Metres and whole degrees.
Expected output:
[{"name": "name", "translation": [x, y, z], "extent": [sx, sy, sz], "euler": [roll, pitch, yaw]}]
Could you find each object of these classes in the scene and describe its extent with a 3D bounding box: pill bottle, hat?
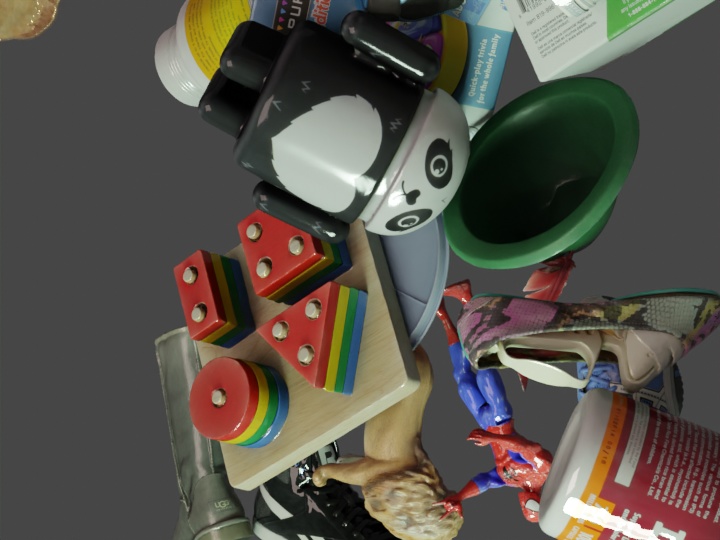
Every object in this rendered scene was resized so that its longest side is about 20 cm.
[{"name": "pill bottle", "translation": [-0.083, -0.204, 1.682], "extent": [0.200, 0.104, 0.105], "euler": [-23, 85, 43]}, {"name": "hat", "translation": [0.172, -0.029, 1.548], "extent": [0.200, 0.176, 0.166], "euler": [-9, 53, 42]}, {"name": "pill bottle", "translation": [0.236, 0.168, 1.441], "extent": [0.199, 0.113, 0.113], "euler": [21, 120, 1]}]

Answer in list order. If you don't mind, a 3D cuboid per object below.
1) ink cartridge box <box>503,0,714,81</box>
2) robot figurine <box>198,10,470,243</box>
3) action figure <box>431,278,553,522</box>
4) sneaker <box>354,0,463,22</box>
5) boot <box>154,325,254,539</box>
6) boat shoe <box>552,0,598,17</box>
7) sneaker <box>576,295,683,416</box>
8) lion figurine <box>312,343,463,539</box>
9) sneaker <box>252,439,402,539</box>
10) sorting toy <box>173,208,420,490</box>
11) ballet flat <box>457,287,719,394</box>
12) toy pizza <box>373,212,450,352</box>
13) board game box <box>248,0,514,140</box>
[{"name": "ink cartridge box", "translation": [0.160, -0.259, 1.461], "extent": [0.146, 0.083, 0.200], "euler": [-30, 81, 42]}, {"name": "robot figurine", "translation": [-0.017, -0.106, 1.501], "extent": [0.200, 0.125, 0.150], "euler": [27, 160, -5]}, {"name": "action figure", "translation": [0.086, 0.117, 1.622], "extent": [0.065, 0.099, 0.200], "euler": [-35, 80, 50]}, {"name": "sneaker", "translation": [0.039, -0.276, 1.463], "extent": [0.073, 0.082, 0.201], "euler": [-116, 26, -57]}, {"name": "boot", "translation": [-0.155, 0.163, 1.869], "extent": [0.182, 0.072, 0.201], "euler": [-40, 66, 61]}, {"name": "boat shoe", "translation": [0.122, -0.272, 1.393], "extent": [0.068, 0.072, 0.200], "euler": [-32, 69, 19]}, {"name": "sneaker", "translation": [0.199, 0.116, 1.531], "extent": [0.076, 0.077, 0.201], "euler": [-20, 86, 45]}, {"name": "lion figurine", "translation": [0.029, 0.127, 1.691], "extent": [0.122, 0.072, 0.201], "euler": [1, 93, 32]}, {"name": "sneaker", "translation": [-0.020, 0.202, 1.755], "extent": [0.200, 0.073, 0.112], "euler": [18, 114, 40]}, {"name": "sorting toy", "translation": [-0.069, 0.046, 1.659], "extent": [0.200, 0.070, 0.199], "euler": [-33, 58, 30]}, {"name": "ballet flat", "translation": [0.170, 0.054, 1.476], "extent": [0.069, 0.199, 0.071], "euler": [95, 174, -55]}, {"name": "toy pizza", "translation": [0.000, 0.000, 1.681], "extent": [0.200, 0.032, 0.201], "euler": [-13, 70, 38]}, {"name": "board game box", "translation": [0.014, -0.180, 1.563], "extent": [0.199, 0.047, 0.151], "euler": [12, 115, -2]}]
